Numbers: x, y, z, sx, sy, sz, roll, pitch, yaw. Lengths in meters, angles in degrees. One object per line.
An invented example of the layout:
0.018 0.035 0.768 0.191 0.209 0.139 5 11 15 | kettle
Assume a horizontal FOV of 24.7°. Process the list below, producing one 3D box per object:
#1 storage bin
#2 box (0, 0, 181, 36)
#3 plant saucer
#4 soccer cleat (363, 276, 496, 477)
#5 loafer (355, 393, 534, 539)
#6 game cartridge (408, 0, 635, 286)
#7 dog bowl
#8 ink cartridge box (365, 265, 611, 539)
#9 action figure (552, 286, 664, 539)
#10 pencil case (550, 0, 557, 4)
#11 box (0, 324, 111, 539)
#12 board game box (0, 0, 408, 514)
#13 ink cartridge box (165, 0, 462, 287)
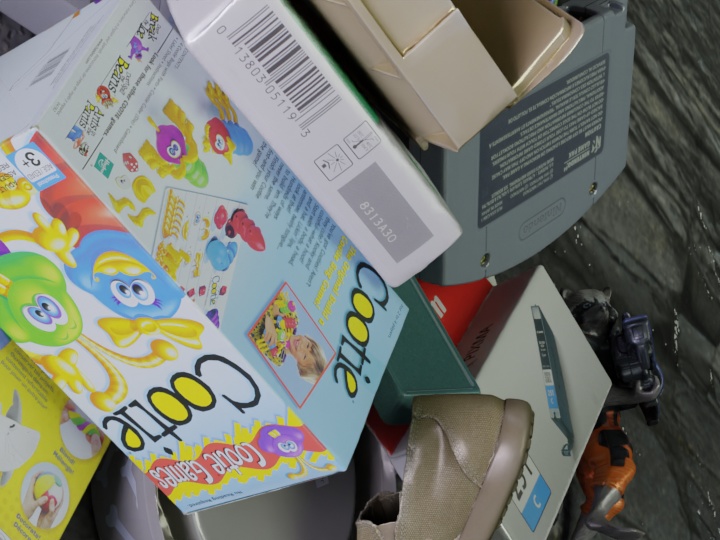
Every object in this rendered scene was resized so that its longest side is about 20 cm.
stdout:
-0.017 -0.176 0.733 0.094 0.199 0.200 -41 129 -1 | storage bin
-0.110 -0.172 0.869 0.200 0.041 0.157 30 57 -47 | box
0.000 0.000 0.898 0.070 0.019 0.201 1 48 -39 | plant saucer
0.031 0.044 1.001 0.078 0.069 0.201 53 36 -22 | soccer cleat
0.026 0.147 0.839 0.076 0.067 0.201 -37 150 -78 | loafer
0.094 -0.074 0.960 0.200 0.041 0.134 -31 134 -43 | game cartridge
-0.060 0.106 0.853 0.200 0.058 0.202 19 67 -52 | dog bowl
0.064 0.052 0.942 0.177 0.045 0.200 57 32 -13 | ink cartridge box
0.159 0.097 1.139 0.200 0.104 0.195 66 23 -63 | action figure
0.097 -0.123 1.061 0.087 0.078 0.200 52 -9 31 | pencil case
-0.166 0.059 0.723 0.118 0.048 0.201 54 44 -31 | box
-0.087 -0.004 0.714 0.200 0.103 0.105 50 41 -25 | board game box
-0.037 -0.102 0.775 0.161 0.050 0.200 49 9 -33 | ink cartridge box
